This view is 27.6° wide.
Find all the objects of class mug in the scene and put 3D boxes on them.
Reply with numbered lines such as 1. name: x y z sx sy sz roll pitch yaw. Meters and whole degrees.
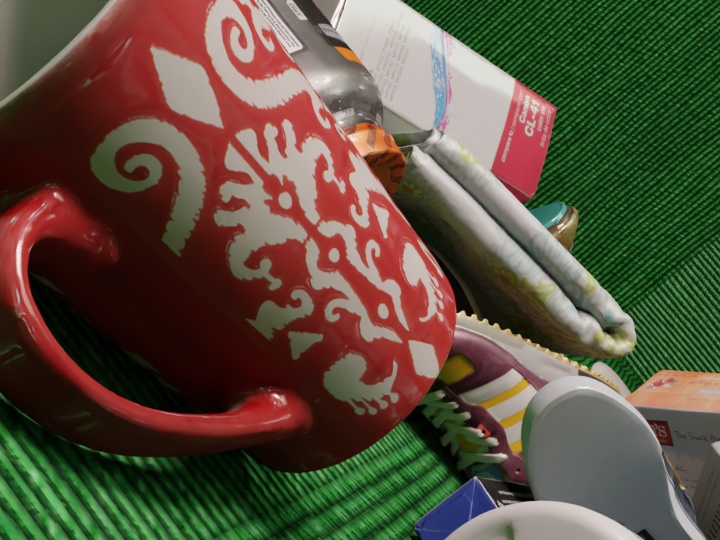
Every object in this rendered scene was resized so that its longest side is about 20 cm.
1. mug: -0.071 -0.008 0.528 0.133 0.178 0.200 5 -34 47

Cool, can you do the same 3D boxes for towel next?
1. towel: 0.073 -0.015 0.973 0.200 0.048 0.171 43 -10 -17

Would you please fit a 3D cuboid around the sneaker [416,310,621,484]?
1. sneaker: 0.073 0.086 0.883 0.199 0.091 0.075 21 -19 -23

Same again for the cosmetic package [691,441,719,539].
1. cosmetic package: 0.245 0.220 0.881 0.151 0.051 0.201 -123 -150 -44

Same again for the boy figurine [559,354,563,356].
1. boy figurine: 0.141 0.121 1.045 0.200 0.064 0.125 40 48 -55

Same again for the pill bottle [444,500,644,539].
1. pill bottle: 0.102 0.166 0.584 0.112 0.111 0.200 56 10 33

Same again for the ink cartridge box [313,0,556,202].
1. ink cartridge box: 0.020 -0.118 1.065 0.199 0.086 0.147 31 -22 -28

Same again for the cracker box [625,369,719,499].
1. cracker box: 0.260 0.168 0.964 0.133 0.058 0.201 1 -66 49

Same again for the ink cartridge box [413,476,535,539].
1. ink cartridge box: 0.099 0.164 0.782 0.094 0.044 0.200 55 10 20

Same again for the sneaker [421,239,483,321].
1. sneaker: 0.000 0.000 0.902 0.200 0.071 0.099 43 13 -11

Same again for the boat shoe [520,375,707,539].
1. boat shoe: 0.135 0.115 0.805 0.201 0.071 0.091 55 7 -32

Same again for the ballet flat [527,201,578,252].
1. ballet flat: 0.115 -0.012 1.105 0.071 0.071 0.200 47 -18 -16

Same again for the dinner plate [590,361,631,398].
1. dinner plate: 0.197 0.162 1.035 0.200 0.024 0.202 -13 90 -69

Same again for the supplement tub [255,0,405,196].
1. supplement tub: -0.070 -0.106 0.803 0.200 0.122 0.122 53 10 18
